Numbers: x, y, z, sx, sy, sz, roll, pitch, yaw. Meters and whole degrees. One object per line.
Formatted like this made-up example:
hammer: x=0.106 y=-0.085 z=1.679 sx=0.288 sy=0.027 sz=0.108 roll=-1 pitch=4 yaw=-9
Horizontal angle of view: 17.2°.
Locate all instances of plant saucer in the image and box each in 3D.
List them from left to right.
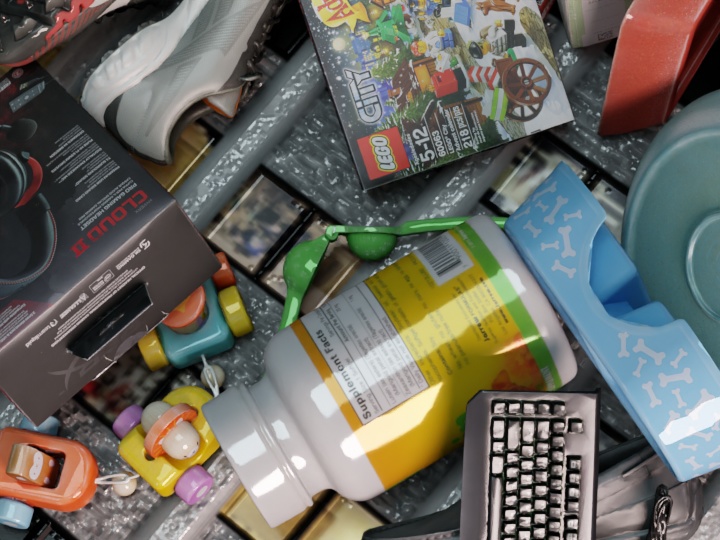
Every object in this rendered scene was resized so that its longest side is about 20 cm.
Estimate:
plant saucer: x=0.208 y=-0.182 z=1.384 sx=0.037 sy=0.200 sz=0.200 roll=30 pitch=77 yaw=9
plant saucer: x=0.213 y=-0.002 z=1.334 sx=0.027 sy=0.200 sz=0.200 roll=-10 pitch=63 yaw=-39

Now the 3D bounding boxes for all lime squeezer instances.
lime squeezer: x=0.000 y=0.000 z=1.435 sx=0.200 sy=0.038 sz=0.071 roll=-34 pitch=70 yaw=-5

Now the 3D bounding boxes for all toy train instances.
toy train: x=-0.148 y=0.064 z=1.424 sx=0.150 sy=0.056 sz=0.201 roll=15 pitch=74 yaw=13

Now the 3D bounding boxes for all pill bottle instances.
pill bottle: x=0.014 y=0.063 z=1.371 sx=0.200 sy=0.111 sz=0.111 roll=-30 pitch=69 yaw=-3

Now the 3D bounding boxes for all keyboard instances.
keyboard: x=0.117 y=0.163 z=1.315 sx=0.127 sy=0.021 sz=0.201 roll=0 pitch=104 yaw=-6

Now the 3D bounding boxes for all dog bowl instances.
dog bowl: x=0.146 y=0.031 z=1.312 sx=0.050 sy=0.112 sz=0.200 roll=-34 pitch=63 yaw=1

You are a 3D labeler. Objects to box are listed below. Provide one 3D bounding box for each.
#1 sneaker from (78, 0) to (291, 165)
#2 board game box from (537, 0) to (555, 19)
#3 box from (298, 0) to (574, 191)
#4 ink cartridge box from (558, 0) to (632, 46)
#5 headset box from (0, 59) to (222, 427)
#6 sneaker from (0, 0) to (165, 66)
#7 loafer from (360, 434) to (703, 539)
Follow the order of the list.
sneaker: x=-0.081 y=-0.147 z=1.487 sx=0.200 sy=0.074 sz=0.079 roll=-45 pitch=81 yaw=-2
board game box: x=0.048 y=-0.233 z=1.520 sx=0.200 sy=0.019 sz=0.103 roll=28 pitch=76 yaw=16
box: x=0.034 y=-0.164 z=1.443 sx=0.136 sy=0.038 sz=0.201 roll=-19 pitch=93 yaw=-2
ink cartridge box: x=0.119 y=-0.236 z=1.386 sx=0.048 sy=0.200 sz=0.146 roll=-14 pitch=71 yaw=2
headset box: x=-0.189 y=-0.015 z=1.415 sx=0.149 sy=0.075 sz=0.200 roll=-41 pitch=50 yaw=-6
sneaker: x=-0.162 y=-0.187 z=1.484 sx=0.071 sy=0.098 sz=0.201 roll=23 pitch=60 yaw=27
loafer: x=0.094 y=0.133 z=1.352 sx=0.200 sy=0.068 sz=0.071 roll=-12 pitch=100 yaw=-1
